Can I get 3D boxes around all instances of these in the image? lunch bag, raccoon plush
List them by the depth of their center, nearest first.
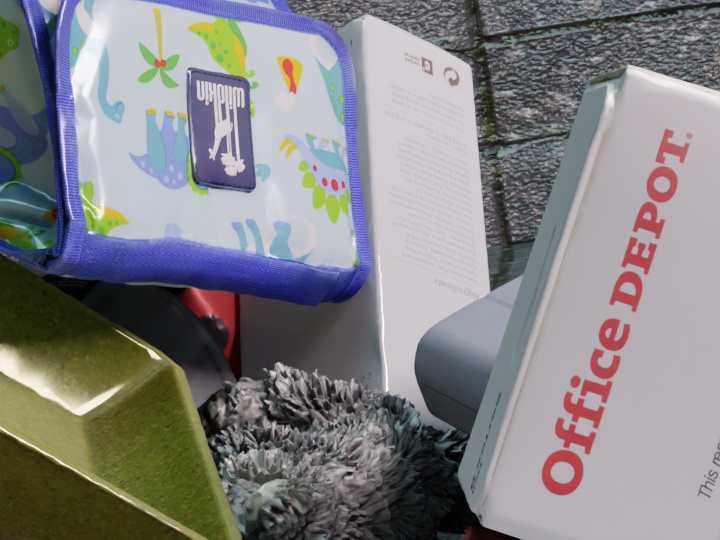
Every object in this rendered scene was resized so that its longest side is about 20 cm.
[{"bbox_3d":[0.012,0.082,0.794,0.199,0.097,0.134,-20,13,-12],"label":"raccoon plush"},{"bbox_3d":[-0.098,-0.071,0.877,0.170,0.200,0.127,5,-44,-47],"label":"lunch bag"}]

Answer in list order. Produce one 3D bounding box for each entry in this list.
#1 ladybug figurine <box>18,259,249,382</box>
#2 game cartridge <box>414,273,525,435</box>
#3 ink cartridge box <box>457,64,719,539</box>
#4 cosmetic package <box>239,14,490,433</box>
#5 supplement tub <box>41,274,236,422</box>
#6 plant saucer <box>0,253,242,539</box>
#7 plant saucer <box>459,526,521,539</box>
[{"bbox_3d":[-0.080,0.009,1.003,0.072,0.200,0.136,-33,13,42],"label":"ladybug figurine"},{"bbox_3d":[0.125,0.012,0.800,0.199,0.041,0.133,-23,14,-18],"label":"game cartridge"},{"bbox_3d":[0.146,0.034,0.666,0.199,0.146,0.084,18,2,-3],"label":"ink cartridge box"},{"bbox_3d":[0.000,0.000,0.956,0.074,0.201,0.102,21,-37,-35],"label":"cosmetic package"},{"bbox_3d":[-0.139,0.095,0.873,0.122,0.123,0.200,-7,26,26],"label":"supplement tub"},{"bbox_3d":[-0.144,0.034,0.729,0.200,0.048,0.200,32,8,-18],"label":"plant saucer"},{"bbox_3d":[0.144,0.110,0.891,0.199,0.037,0.200,-8,5,9],"label":"plant saucer"}]
